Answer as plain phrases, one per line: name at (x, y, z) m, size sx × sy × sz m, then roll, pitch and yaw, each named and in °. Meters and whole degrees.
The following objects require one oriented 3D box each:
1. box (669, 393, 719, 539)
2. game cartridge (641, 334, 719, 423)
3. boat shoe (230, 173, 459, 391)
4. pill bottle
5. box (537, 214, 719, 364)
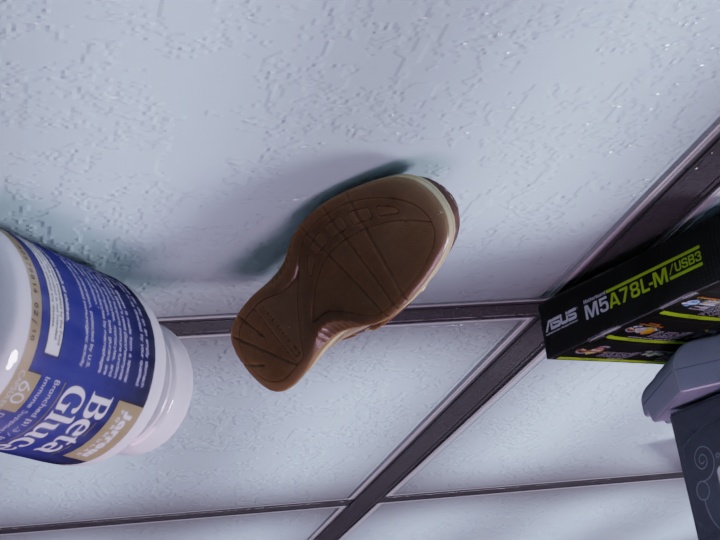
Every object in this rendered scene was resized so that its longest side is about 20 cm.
box at (0.329, 0.128, 1.091) m, size 0.198 × 0.107 × 0.122 m, roll 1°, pitch 159°, yaw -32°
game cartridge at (0.300, 0.063, 1.106) m, size 0.197 × 0.041 × 0.133 m, roll -9°, pitch 167°, yaw -5°
boat shoe at (0.000, 0.000, 0.912) m, size 0.072 × 0.072 × 0.200 m, roll -32°, pitch 170°, yaw -43°
pill bottle at (-0.176, 0.047, 0.889) m, size 0.110 × 0.113 × 0.200 m, roll -15°, pitch 161°, yaw 21°
box at (0.253, 0.017, 1.071) m, size 0.198 × 0.048 × 0.193 m, roll 4°, pitch 161°, yaw -33°
